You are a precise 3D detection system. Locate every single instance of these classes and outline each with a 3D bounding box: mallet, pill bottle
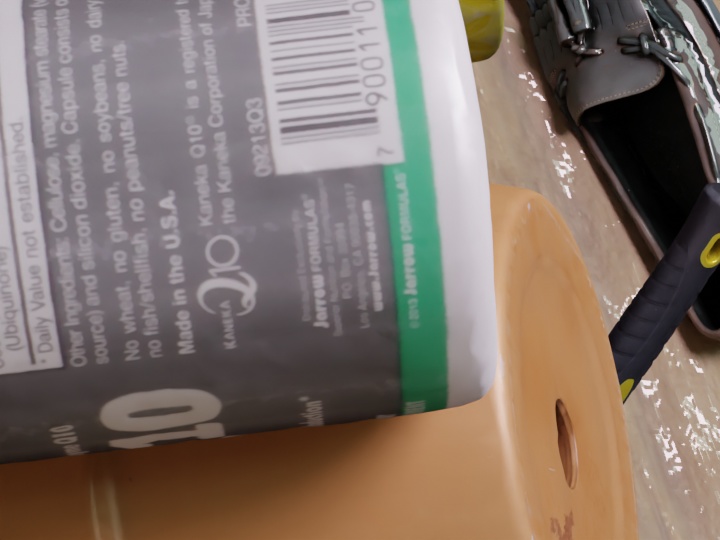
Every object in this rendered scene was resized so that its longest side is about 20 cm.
[{"bbox_3d":[0.069,0.058,0.803,0.066,0.200,0.041,20,26,-40],"label":"mallet"},{"bbox_3d":[-0.074,-0.014,0.579,0.200,0.113,0.113,-7,57,-2],"label":"pill bottle"}]

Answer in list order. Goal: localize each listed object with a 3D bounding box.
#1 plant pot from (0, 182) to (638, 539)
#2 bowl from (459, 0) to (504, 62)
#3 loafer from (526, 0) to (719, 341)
[{"bbox_3d":[-0.007,0.056,0.701,0.200,0.140,0.200,-10,90,-73],"label":"plant pot"},{"bbox_3d":[-0.033,-0.154,0.909,0.108,0.200,0.200,-18,69,-7],"label":"bowl"},{"bbox_3d":[0.119,-0.063,1.040,0.063,0.072,0.200,-26,83,-44],"label":"loafer"}]
